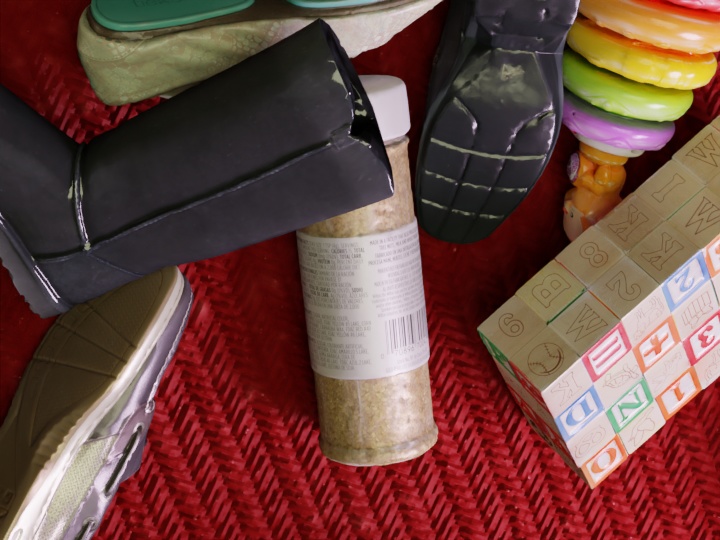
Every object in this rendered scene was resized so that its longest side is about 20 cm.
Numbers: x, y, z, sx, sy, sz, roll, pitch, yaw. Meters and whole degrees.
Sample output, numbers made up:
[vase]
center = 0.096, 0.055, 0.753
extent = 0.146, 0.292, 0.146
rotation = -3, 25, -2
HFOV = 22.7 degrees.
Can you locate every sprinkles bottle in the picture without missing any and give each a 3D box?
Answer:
[sprinkles bottle]
center = 0.000, 0.000, 0.958
extent = 0.067, 0.068, 0.202
rotation = -9, 104, -14

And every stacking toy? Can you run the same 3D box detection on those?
[stacking toy]
center = 0.144, -0.105, 0.972
extent = 0.109, 0.116, 0.202
rotation = 8, 113, -20

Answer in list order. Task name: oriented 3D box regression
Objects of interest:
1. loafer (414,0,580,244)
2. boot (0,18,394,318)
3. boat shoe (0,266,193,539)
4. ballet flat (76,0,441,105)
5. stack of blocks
[loafer]
center = 0.073, -0.110, 0.955
extent = 0.072, 0.073, 0.202
rotation = 12, 119, -11
[boot]
center = -0.100, -0.072, 0.870
extent = 0.198, 0.066, 0.165
rotation = -18, 129, 16
[boat shoe]
center = -0.144, 0.086, 0.940
extent = 0.065, 0.072, 0.201
rotation = 39, 77, -43
[ballet flat]
center = -0.048, -0.126, 0.931
extent = 0.198, 0.068, 0.063
rotation = -9, 131, -10
[stack of blocks]
center = 0.169, 0.013, 0.988
extent = 0.200, 0.059, 0.115
rotation = -41, 142, -6
